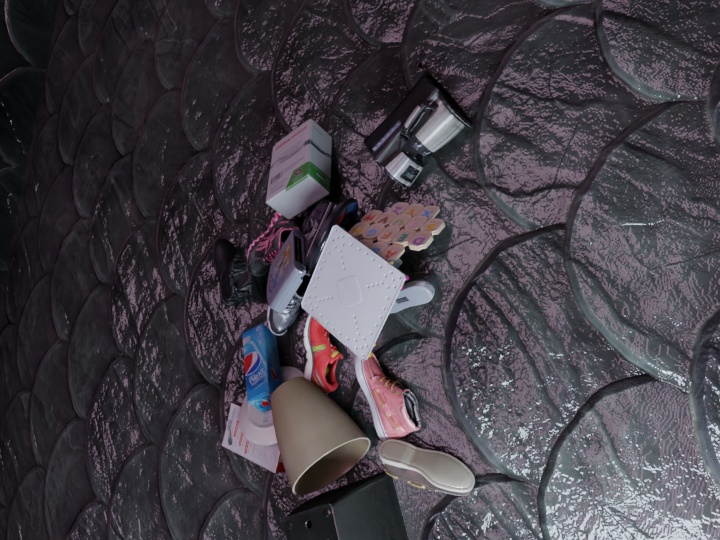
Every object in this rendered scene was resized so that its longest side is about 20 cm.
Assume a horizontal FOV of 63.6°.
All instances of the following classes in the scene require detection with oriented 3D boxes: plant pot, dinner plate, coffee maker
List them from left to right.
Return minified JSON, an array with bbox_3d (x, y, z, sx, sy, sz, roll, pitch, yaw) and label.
[{"bbox_3d":[-0.208,0.314,1.376,0.198,0.024,0.202,-18,48,21],"label":"dinner plate"},{"bbox_3d":[-0.107,0.334,1.241,0.188,0.186,0.201,-49,57,19],"label":"plant pot"},{"bbox_3d":[-0.038,0.535,1.158,0.199,0.176,0.202,-30,64,31],"label":"plant pot"},{"bbox_3d":[0.114,-0.308,1.252,0.200,0.134,0.193,-42,35,22],"label":"coffee maker"}]

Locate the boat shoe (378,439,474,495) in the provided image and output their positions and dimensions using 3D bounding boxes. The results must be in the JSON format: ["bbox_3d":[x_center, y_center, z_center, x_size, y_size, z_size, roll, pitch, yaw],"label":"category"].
[{"bbox_3d":[0.127,0.392,1.131,0.198,0.072,0.060,12,129,26],"label":"boat shoe"}]

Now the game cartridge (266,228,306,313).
[{"bbox_3d":[-0.171,0.002,1.332,0.134,0.041,0.201,-52,24,20],"label":"game cartridge"}]

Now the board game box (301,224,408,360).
[{"bbox_3d":[-0.016,0.042,1.171,0.199,0.026,0.202,37,114,30],"label":"board game box"}]

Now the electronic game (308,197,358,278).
[{"bbox_3d":[-0.058,-0.068,1.289,0.041,0.200,0.202,28,100,8],"label":"electronic game"}]

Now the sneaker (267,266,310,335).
[{"bbox_3d":[-0.164,0.069,1.383,0.202,0.075,0.114,-67,17,3],"label":"sneaker"}]

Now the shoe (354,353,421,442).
[{"bbox_3d":[0.059,0.248,1.210,0.090,0.071,0.202,-29,70,28],"label":"shoe"}]

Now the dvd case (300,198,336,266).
[{"bbox_3d":[-0.113,-0.099,1.373,0.150,0.016,0.200,-65,19,4],"label":"dvd case"}]

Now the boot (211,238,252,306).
[{"bbox_3d":[-0.335,-0.005,1.519,0.162,0.072,0.201,148,115,-63],"label":"boot"}]

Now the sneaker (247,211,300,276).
[{"bbox_3d":[-0.216,-0.058,1.467,0.201,0.078,0.096,-55,45,18],"label":"sneaker"}]

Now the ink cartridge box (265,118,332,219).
[{"bbox_3d":[-0.147,-0.249,1.419,0.146,0.083,0.202,-26,46,31],"label":"ink cartridge box"}]

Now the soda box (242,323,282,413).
[{"bbox_3d":[-0.235,0.231,1.394,0.064,0.068,0.201,-27,46,11],"label":"soda box"}]

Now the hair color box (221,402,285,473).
[{"bbox_3d":[-0.243,0.402,1.414,0.198,0.064,0.112,11,87,37],"label":"hair color box"}]

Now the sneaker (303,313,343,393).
[{"bbox_3d":[-0.078,0.180,1.332,0.084,0.077,0.203,-1,91,32],"label":"sneaker"}]

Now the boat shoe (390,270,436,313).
[{"bbox_3d":[0.082,0.045,1.239,0.199,0.069,0.057,-13,38,43],"label":"boat shoe"}]

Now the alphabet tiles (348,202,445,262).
[{"bbox_3d":[0.072,-0.087,1.213,0.198,0.015,0.196,12,45,38],"label":"alphabet tiles"}]

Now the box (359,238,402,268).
[{"bbox_3d":[0.000,0.000,1.272,0.200,0.046,0.160,-48,27,20],"label":"box"}]
